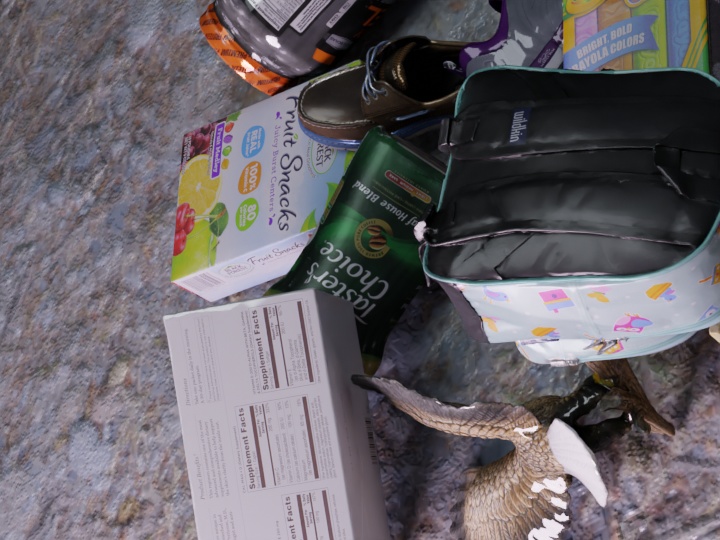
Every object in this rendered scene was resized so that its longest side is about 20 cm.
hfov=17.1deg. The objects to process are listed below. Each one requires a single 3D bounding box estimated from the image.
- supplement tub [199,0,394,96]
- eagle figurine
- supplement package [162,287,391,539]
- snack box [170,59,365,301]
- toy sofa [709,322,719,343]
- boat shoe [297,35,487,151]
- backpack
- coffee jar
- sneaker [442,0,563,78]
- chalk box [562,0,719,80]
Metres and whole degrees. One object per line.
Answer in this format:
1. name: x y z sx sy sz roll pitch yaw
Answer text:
1. supplement tub: -0.031 -0.244 1.941 0.200 0.122 0.123 -45 44 18
2. eagle figurine: 0.104 0.114 1.612 0.200 0.151 0.152 -23 63 22
3. supplement package: -0.054 0.124 1.669 0.111 0.156 0.201 -10 84 8
4. snack box: -0.063 -0.071 1.931 0.200 0.053 0.143 -19 57 37
5. toy sofa: 0.323 0.014 1.472 0.200 0.083 0.098 -1 63 45
6. boat shoe: 0.036 -0.144 1.814 0.199 0.072 0.072 -9 62 21
7. backpack: 0.157 -0.035 1.485 0.200 0.153 0.176 -7 53 32
8. coffee jar: 0.000 0.000 1.788 0.200 0.104 0.085 -58 0 6
9. sneaker: 0.147 -0.203 1.732 0.087 0.074 0.200 35 76 17
10. chalk box: 0.219 -0.151 1.636 0.124 0.124 0.201 -21 54 36
